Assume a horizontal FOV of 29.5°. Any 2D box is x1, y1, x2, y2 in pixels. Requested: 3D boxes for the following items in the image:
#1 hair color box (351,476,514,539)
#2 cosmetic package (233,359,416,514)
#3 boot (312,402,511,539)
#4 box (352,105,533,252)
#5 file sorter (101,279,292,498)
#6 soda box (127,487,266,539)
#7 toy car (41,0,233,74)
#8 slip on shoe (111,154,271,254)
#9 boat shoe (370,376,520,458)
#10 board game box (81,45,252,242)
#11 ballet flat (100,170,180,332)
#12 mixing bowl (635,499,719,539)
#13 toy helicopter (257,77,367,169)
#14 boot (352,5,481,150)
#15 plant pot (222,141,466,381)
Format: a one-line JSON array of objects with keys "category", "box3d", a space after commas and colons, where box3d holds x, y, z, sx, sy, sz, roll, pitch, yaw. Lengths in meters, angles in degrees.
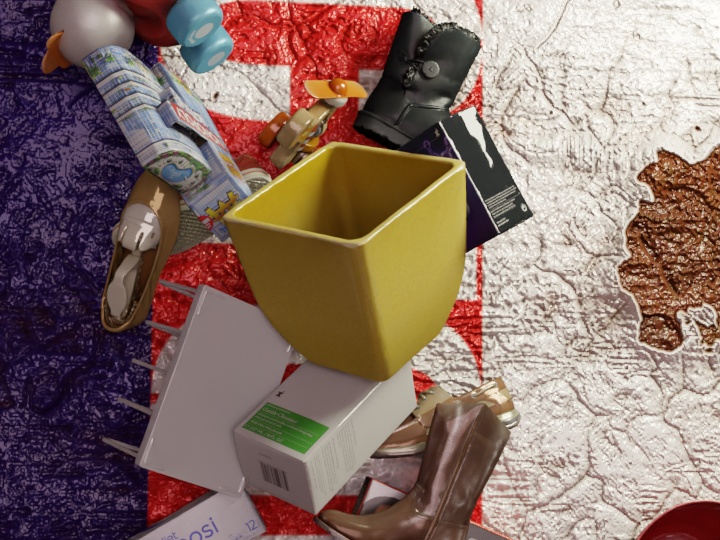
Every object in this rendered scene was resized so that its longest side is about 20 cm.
[{"category": "hair color box", "box3d": [0.081, 0.326, 1.592, 0.198, 0.061, 0.103, 23, 83, -4]}, {"category": "cosmetic package", "box3d": [-0.036, 0.164, 1.519, 0.107, 0.086, 0.200, 16, 43, 32]}, {"category": "boot", "box3d": [0.061, 0.225, 1.528, 0.184, 0.064, 0.202, 22, 89, -19]}, {"category": "box", "box3d": [0.078, -0.075, 1.557, 0.078, 0.199, 0.142, -24, 85, -45]}, {"category": "file sorter", "box3d": [-0.184, 0.127, 1.526, 0.138, 0.124, 0.203, 25, 81, -37]}, {"category": "soda box", "box3d": [-0.209, 0.314, 1.552, 0.198, 0.063, 0.069, -30, 91, -9]}, {"category": "toy car", "box3d": [-0.279, -0.285, 1.546, 0.199, 0.177, 0.185, -36, 80, -5]}, {"category": "slip on shoe", "box3d": [-0.198, -0.075, 1.595, 0.198, 0.074, 0.062, -26, 46, 0]}, {"category": "boat shoe", "box3d": [0.089, 0.173, 1.606, 0.197, 0.076, 0.073, -13, 83, -18]}, {"category": "board game box", "box3d": [-0.195, -0.137, 1.496, 0.061, 0.200, 0.201, -36, 69, 6]}, {"category": "ballet flat", "box3d": [-0.249, -0.017, 1.532, 0.068, 0.063, 0.202, 21, 115, 13]}, {"category": "mixing bowl", "box3d": [0.387, 0.367, 1.605, 0.197, 0.108, 0.203, 1, 85, -7]}, {"category": "toy helicopter", "box3d": [-0.056, -0.168, 1.548, 0.079, 0.200, 0.132, 43, 98, -1]}, {"category": "boot", "box3d": [0.108, -0.204, 1.636, 0.198, 0.076, 0.170, 28, 86, 2]}, {"category": "plant pot", "box3d": [0.000, 0.000, 1.484, 0.195, 0.192, 0.202, -38, 128, -39]}]
